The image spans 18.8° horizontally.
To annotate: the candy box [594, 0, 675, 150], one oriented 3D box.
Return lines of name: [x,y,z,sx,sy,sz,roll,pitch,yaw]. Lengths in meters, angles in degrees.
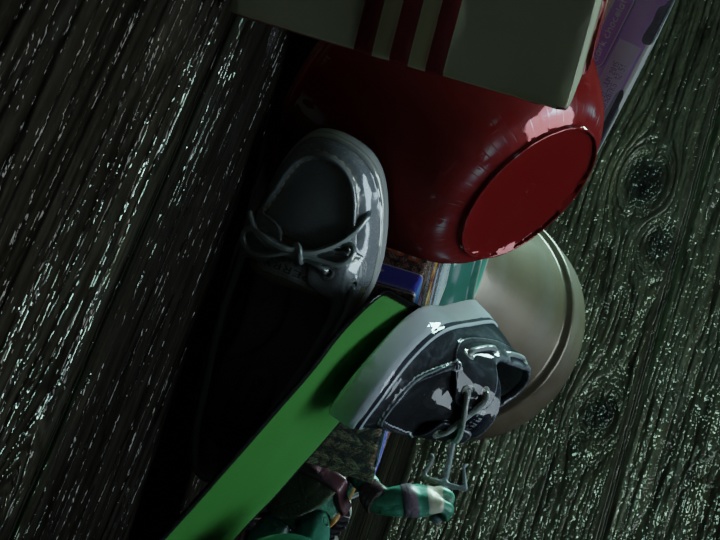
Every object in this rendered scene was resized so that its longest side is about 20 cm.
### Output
candy box: [0.152,-0.154,1.398,0.168,0.071,0.200,-64,177,23]

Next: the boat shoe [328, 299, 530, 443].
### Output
boat shoe: [0.047,0.066,1.229,0.072,0.068,0.200,-52,167,16]

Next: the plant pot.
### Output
plant pot: [0.065,0.017,1.713,0.174,0.199,0.201,50,56,-64]

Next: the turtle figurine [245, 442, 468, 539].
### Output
turtle figurine: [-0.025,0.156,1.431,0.149,0.101,0.200,-10,-142,50]

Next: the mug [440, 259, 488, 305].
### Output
mug: [0.038,-0.036,1.542,0.185,0.114,0.153,-31,138,-82]

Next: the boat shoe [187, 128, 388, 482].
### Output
boat shoe: [-0.042,0.021,1.163,0.203,0.074,0.065,-65,174,23]

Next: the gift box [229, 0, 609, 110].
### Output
gift box: [0.065,-0.197,0.973,0.185,0.199,0.188,-72,176,-67]

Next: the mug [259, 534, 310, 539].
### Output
mug: [-0.058,0.230,1.224,0.152,0.114,0.185,-44,169,-26]

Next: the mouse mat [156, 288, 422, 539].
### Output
mouse mat: [-0.039,0.091,1.187,0.200,0.008,0.161,-50,168,2]

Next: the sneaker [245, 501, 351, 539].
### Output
sneaker: [-0.048,0.158,1.593,0.200,0.077,0.087,100,-9,-65]

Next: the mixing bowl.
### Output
mixing bowl: [0.061,-0.077,1.205,0.200,0.108,0.201,-30,151,-19]

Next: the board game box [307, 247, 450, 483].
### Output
board game box: [0.000,0.000,1.369,0.200,0.096,0.160,-66,171,-50]
